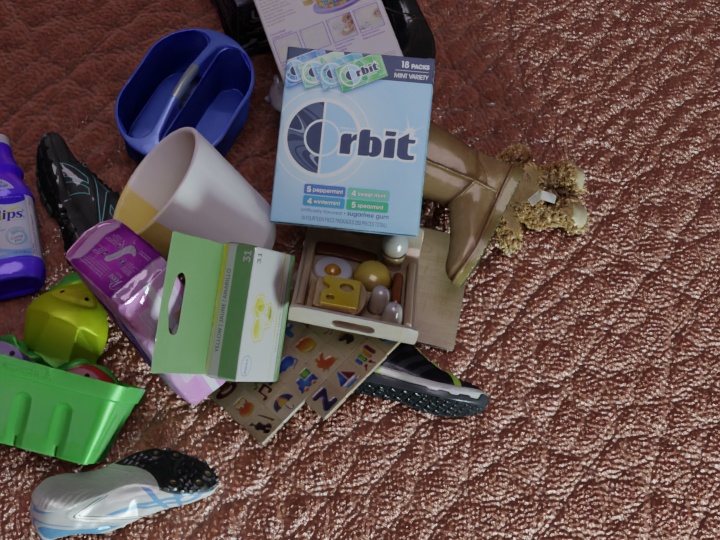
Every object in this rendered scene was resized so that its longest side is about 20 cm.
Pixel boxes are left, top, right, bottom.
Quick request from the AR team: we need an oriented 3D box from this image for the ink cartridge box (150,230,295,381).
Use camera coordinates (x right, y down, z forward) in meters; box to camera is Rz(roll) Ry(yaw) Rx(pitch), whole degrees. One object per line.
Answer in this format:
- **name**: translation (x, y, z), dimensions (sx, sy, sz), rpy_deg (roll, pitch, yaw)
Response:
- **ink cartridge box**: translation (-0.138, 0.042, 1.132), dimensions (0.048, 0.200, 0.146), rpy_deg (7, 87, 21)

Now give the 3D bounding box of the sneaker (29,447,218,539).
- **sneaker**: translation (-0.251, 0.242, 1.156), dimensions (0.199, 0.073, 0.072), rpy_deg (-7, 39, -23)

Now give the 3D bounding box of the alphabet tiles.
- **alphabet tiles**: translation (-0.072, 0.098, 1.230), dimensions (0.200, 0.008, 0.167), rpy_deg (-45, 58, -14)

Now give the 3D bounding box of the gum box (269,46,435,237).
- **gum box**: translation (-0.008, -0.146, 1.233), dimensions (0.169, 0.045, 0.201), rpy_deg (5, 89, 5)

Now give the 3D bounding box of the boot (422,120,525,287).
- **boot**: translation (0.073, -0.094, 1.282), dimensions (0.199, 0.066, 0.176), rpy_deg (27, 70, 6)

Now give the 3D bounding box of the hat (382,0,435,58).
- **hat**: translation (0.008, -0.328, 1.425), dimensions (0.200, 0.081, 0.201), rpy_deg (28, 50, -39)

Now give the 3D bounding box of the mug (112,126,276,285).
- **mug**: translation (-0.193, -0.053, 1.255), dimensions (0.153, 0.186, 0.150), rpy_deg (36, 35, -32)

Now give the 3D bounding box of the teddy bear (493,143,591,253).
- **teddy bear**: translation (0.197, -0.094, 1.363), dimensions (0.199, 0.067, 0.146), rpy_deg (-14, 82, -15)

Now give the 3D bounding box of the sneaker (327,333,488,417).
- **sneaker**: translation (0.055, 0.106, 1.241), dimensions (0.199, 0.072, 0.083), rpy_deg (16, 66, 1)

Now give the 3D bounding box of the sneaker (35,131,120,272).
- **sneaker**: translation (-0.332, -0.081, 1.298), dimensions (0.079, 0.075, 0.201), rpy_deg (-13, 67, -34)

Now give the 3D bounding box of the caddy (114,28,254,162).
- **caddy**: translation (-0.215, -0.208, 1.339), dimensions (0.141, 0.105, 0.201), rpy_deg (24, 65, 6)

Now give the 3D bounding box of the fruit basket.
- **fruit basket**: translation (-0.333, 0.093, 1.174), dimensions (0.214, 0.156, 0.217), rpy_deg (0, 82, -2)

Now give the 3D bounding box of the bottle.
- **bottle**: translation (-0.424, -0.067, 1.272), dimensions (0.083, 0.065, 0.201), rpy_deg (-11, 67, -10)

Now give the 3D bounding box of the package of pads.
- **package of pads**: translation (-0.222, 0.045, 1.156), dimensions (0.076, 0.200, 0.120), rpy_deg (-43, 51, -16)

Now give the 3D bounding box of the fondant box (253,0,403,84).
- **fondant box**: translation (-0.044, -0.300, 1.304), dimensions (0.144, 0.058, 0.201), rpy_deg (-20, 81, 0)

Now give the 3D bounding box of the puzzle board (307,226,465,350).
- **puzzle board**: translation (0.028, 0.008, 1.317), dimensions (0.199, 0.017, 0.151), rpy_deg (13, 65, 0)

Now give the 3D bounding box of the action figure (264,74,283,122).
- **action figure**: translation (-0.023, -0.219, 1.372), dimensions (0.193, 0.105, 0.201), rpy_deg (9, 65, -12)

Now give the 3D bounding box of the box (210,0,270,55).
- **box**: translation (-0.139, -0.408, 1.437), dimensions (0.132, 0.115, 0.201), rpy_deg (-19, 69, -14)

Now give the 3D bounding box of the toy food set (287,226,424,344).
- **toy food set**: translation (0.000, 0.000, 1.239), dimensions (0.143, 0.061, 0.200), rpy_deg (11, 35, -2)
